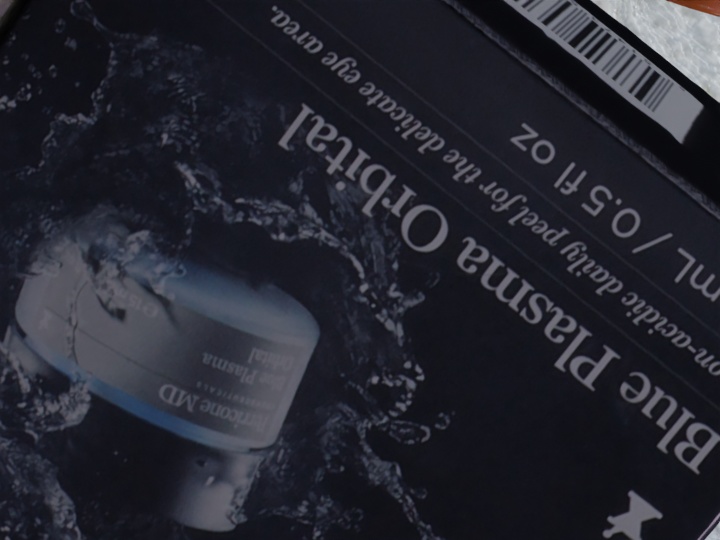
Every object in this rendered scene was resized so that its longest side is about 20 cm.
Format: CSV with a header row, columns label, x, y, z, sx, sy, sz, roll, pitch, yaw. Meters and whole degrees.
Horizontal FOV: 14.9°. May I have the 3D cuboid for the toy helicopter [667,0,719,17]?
label,x,y,z,sx,sy,sz,roll,pitch,yaw
toy helicopter,0.072,-0.153,1.016,0.200,0.132,0.079,-2,113,-60

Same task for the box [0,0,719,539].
label,x,y,z,sx,sy,sz,roll,pitch,yaw
box,-0.008,0.017,0.673,0.200,0.196,0.117,-53,177,18
